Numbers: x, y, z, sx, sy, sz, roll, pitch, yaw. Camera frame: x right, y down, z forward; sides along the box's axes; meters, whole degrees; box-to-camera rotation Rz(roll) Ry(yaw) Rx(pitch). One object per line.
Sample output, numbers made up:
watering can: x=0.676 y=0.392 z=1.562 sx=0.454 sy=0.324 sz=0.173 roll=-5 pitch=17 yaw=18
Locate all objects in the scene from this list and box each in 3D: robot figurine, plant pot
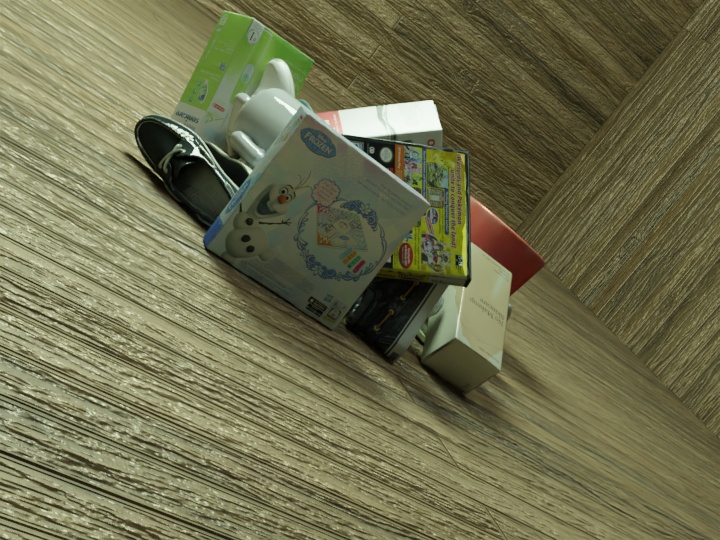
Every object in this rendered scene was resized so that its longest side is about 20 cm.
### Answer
robot figurine: x=-0.101 y=-0.176 z=1.554 sx=0.169 sy=0.114 sz=0.200 roll=-19 pitch=47 yaw=-40
plant pot: x=0.198 y=-0.009 z=1.980 sx=0.200 sy=0.178 sz=0.200 roll=41 pitch=2 yaw=-2

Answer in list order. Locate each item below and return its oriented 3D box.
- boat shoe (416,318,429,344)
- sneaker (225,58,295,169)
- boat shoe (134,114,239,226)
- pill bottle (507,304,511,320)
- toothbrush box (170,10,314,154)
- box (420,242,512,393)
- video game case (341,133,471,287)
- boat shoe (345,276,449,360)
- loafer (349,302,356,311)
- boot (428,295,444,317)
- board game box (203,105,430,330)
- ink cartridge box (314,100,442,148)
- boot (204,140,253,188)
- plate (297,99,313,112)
boat shoe: x=0.115 y=0.078 z=1.695 sx=0.200 sy=0.067 sz=0.074 roll=42 pitch=11 yaw=12
sneaker: x=-0.155 y=-0.222 z=1.685 sx=0.080 sy=0.202 sz=0.070 roll=10 pitch=9 yaw=-34
boat shoe: x=-0.214 y=-0.125 z=1.401 sx=0.200 sy=0.076 sz=0.060 roll=40 pitch=5 yaw=8
pill bottle: x=0.144 y=0.035 z=1.846 sx=0.200 sy=0.113 sz=0.112 roll=43 pitch=12 yaw=20
toothbrush box: x=-0.185 y=-0.278 z=1.743 sx=0.145 sy=0.201 sz=0.086 roll=28 pitch=-1 yaw=-45
box: x=0.156 y=0.067 z=1.624 sx=0.095 sy=0.078 sz=0.201 roll=35 pitch=41 yaw=-21
video game case: x=0.056 y=-0.080 z=1.473 sx=0.179 sy=0.026 sz=0.202 roll=7 pitch=62 yaw=-8
boat shoe: x=0.064 y=0.014 z=1.481 sx=0.091 sy=0.201 sz=0.071 roll=35 pitch=-20 yaw=-5
loafer: x=-0.041 y=-0.032 z=1.490 sx=0.202 sy=0.070 sz=0.068 roll=58 pitch=45 yaw=-16
boot: x=0.044 y=-0.022 z=1.602 sx=0.200 sy=0.074 sz=0.095 roll=50 pitch=7 yaw=34
board game box: x=-0.051 y=-0.060 z=1.347 sx=0.199 sy=0.199 sz=0.043 roll=34 pitch=11 yaw=-25
ink cartridge box: x=0.026 y=-0.173 z=1.736 sx=0.083 sy=0.198 sz=0.148 roll=-103 pitch=-173 yaw=-48
boot: x=-0.143 y=-0.096 z=1.544 sx=0.144 sy=0.073 sz=0.200 roll=31 pitch=10 yaw=-42
plate: x=-0.098 y=-0.159 z=1.707 sx=0.025 sy=0.202 sz=0.200 roll=-5 pitch=30 yaw=-19
